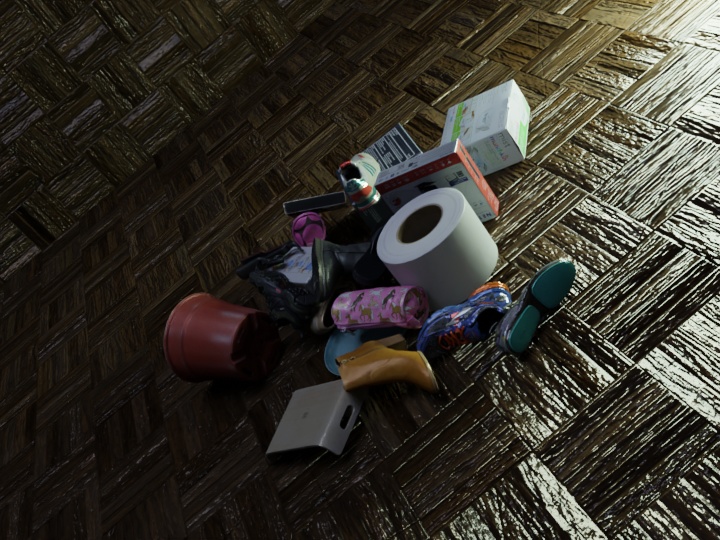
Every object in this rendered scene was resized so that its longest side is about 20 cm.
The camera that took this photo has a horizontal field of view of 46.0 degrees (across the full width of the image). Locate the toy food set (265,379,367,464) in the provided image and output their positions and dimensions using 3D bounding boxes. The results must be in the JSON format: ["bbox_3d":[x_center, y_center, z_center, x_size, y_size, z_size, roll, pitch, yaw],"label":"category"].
[{"bbox_3d":[-0.083,0.286,1.568,0.199,0.060,0.144,-21,34,45],"label":"toy food set"}]

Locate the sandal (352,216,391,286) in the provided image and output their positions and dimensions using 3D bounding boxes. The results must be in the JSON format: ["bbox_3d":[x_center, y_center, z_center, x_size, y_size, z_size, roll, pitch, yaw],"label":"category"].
[{"bbox_3d":[0.047,-0.045,1.725,0.201,0.075,0.043,-63,-8,-46],"label":"sandal"}]

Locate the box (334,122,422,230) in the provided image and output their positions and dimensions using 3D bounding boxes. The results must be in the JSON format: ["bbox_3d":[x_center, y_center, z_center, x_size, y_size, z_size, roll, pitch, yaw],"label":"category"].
[{"bbox_3d":[0.068,-0.211,1.985,0.198,0.123,0.201,-37,32,7],"label":"box"}]

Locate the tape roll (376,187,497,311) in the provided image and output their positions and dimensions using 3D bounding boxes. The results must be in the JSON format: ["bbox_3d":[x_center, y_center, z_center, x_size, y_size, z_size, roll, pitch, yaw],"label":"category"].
[{"bbox_3d":[0.149,-0.042,1.651,0.201,0.139,0.204,-28,32,19],"label":"tape roll"}]

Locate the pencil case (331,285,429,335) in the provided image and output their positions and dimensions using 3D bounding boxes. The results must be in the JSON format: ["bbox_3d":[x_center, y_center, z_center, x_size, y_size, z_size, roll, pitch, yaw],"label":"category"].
[{"bbox_3d":[0.038,0.076,1.624,0.198,0.082,0.088,-9,85,41],"label":"pencil case"}]

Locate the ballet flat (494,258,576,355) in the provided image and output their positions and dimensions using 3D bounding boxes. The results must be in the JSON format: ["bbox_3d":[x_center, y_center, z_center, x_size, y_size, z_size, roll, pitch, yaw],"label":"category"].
[{"bbox_3d":[0.287,0.058,1.435,0.201,0.072,0.072,-50,31,-20],"label":"ballet flat"}]

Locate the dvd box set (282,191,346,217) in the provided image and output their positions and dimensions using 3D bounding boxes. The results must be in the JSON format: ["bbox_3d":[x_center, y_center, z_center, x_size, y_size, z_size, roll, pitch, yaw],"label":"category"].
[{"bbox_3d":[-0.103,-0.155,2.011,0.144,0.030,0.200,-11,1,0],"label":"dvd box set"}]

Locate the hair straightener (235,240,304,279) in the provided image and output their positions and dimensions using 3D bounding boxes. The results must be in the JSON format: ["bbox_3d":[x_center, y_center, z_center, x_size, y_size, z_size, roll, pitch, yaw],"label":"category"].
[{"bbox_3d":[-0.206,-0.014,1.906,0.198,0.041,0.077,-17,37,34],"label":"hair straightener"}]

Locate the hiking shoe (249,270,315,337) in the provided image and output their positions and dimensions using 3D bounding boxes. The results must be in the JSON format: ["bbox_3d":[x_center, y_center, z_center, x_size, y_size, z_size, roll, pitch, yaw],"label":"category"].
[{"bbox_3d":[-0.179,0.067,1.799,0.199,0.075,0.102,30,113,44],"label":"hiking shoe"}]

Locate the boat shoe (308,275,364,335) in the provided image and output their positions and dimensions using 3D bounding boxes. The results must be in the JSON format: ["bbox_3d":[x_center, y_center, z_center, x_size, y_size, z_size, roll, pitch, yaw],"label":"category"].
[{"bbox_3d":[-0.032,0.052,1.783,0.201,0.071,0.064,-57,17,-24],"label":"boat shoe"}]

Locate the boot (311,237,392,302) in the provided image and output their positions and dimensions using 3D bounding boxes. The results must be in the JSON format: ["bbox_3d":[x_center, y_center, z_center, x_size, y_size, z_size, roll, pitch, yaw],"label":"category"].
[{"bbox_3d":[0.001,-0.001,1.749,0.073,0.197,0.183,111,163,-46],"label":"boot"}]

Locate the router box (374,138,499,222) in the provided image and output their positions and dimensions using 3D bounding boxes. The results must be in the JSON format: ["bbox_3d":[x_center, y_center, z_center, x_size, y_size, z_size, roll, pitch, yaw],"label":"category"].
[{"bbox_3d":[0.159,-0.157,1.753,0.198,0.180,0.049,-20,34,31],"label":"router box"}]

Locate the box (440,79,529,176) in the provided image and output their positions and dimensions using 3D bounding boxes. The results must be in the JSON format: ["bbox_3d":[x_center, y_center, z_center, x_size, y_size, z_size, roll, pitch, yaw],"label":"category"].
[{"bbox_3d":[0.279,-0.312,1.907,0.175,0.097,0.201,-20,35,30],"label":"box"}]

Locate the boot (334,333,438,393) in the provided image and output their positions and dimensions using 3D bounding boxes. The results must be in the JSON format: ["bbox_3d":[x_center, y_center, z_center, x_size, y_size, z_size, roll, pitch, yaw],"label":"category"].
[{"bbox_3d":[0.040,0.185,1.492,0.143,0.072,0.201,-23,26,-13],"label":"boot"}]

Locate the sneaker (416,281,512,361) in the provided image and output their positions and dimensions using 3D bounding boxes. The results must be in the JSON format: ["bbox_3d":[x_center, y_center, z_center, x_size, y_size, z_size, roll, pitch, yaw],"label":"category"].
[{"bbox_3d":[0.184,0.098,1.493,0.199,0.075,0.079,-37,33,9],"label":"sneaker"}]

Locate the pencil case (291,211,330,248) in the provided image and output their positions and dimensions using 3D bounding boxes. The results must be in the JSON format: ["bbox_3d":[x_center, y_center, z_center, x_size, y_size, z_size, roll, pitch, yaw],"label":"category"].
[{"bbox_3d":[-0.118,-0.085,1.987,0.089,0.095,0.200,2,0,-1],"label":"pencil case"}]

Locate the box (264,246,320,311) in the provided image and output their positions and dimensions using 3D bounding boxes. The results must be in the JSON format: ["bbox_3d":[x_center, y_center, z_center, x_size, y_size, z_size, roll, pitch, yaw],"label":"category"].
[{"bbox_3d":[-0.117,0.021,1.893,0.199,0.113,0.102,4,52,52],"label":"box"}]

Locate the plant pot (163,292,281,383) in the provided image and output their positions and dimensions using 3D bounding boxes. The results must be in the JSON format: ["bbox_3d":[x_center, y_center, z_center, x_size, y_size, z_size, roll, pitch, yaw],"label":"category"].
[{"bbox_3d":[-0.290,0.156,1.848,0.194,0.202,0.202,3,50,40],"label":"plant pot"}]

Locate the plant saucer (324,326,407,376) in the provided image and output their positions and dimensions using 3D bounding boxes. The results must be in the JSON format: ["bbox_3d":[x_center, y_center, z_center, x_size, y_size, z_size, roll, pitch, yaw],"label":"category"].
[{"bbox_3d":[0.016,0.135,1.677,0.199,0.027,0.201,-29,31,19],"label":"plant saucer"}]

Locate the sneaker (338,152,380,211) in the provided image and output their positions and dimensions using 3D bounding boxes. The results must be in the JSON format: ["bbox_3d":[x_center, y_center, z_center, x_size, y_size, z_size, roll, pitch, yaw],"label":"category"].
[{"bbox_3d":[-0.006,-0.220,1.868,0.070,0.094,0.201,-27,35,18],"label":"sneaker"}]
